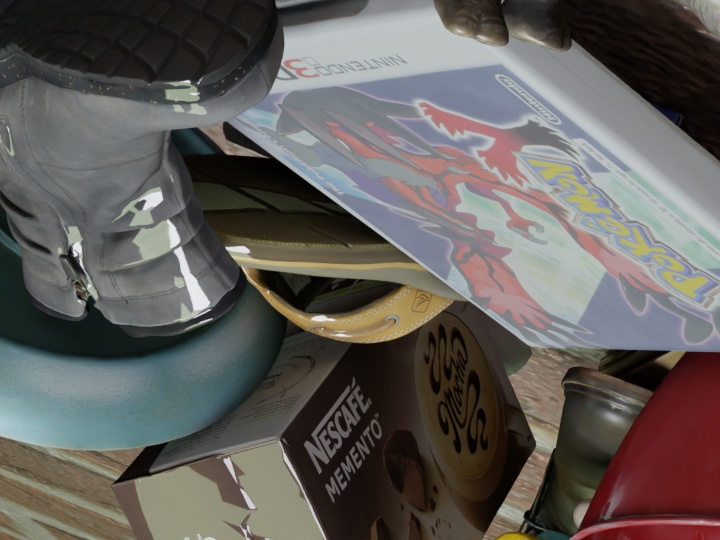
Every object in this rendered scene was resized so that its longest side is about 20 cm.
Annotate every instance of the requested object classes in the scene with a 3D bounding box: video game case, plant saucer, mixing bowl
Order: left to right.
[{"bbox_3d":[-0.118,-0.017,0.968,0.199,0.201,0.027,25,133,-2],"label":"plant saucer"},{"bbox_3d":[0.048,-0.029,0.835,0.200,0.023,0.182,35,161,-28],"label":"video game case"},{"bbox_3d":[0.183,0.074,0.921,0.199,0.109,0.200,13,162,4],"label":"mixing bowl"}]

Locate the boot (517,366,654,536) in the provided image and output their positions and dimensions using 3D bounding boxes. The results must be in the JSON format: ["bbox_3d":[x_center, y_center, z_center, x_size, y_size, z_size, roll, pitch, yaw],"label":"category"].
[{"bbox_3d":[0.108,0.109,1.116,0.074,0.097,0.200,21,166,14],"label":"boot"}]

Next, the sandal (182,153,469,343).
[{"bbox_3d":[0.000,0.000,0.969,0.199,0.054,0.080,10,-161,-42],"label":"sandal"}]

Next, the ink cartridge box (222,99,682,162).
[{"bbox_3d":[0.042,-0.046,0.901,0.199,0.042,0.119,25,164,9],"label":"ink cartridge box"}]

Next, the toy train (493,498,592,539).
[{"bbox_3d":[0.124,0.141,1.080,0.056,0.199,0.151,52,158,34],"label":"toy train"}]

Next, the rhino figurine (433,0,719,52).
[{"bbox_3d":[0.047,-0.101,0.638,0.199,0.088,0.060,20,-166,11],"label":"rhino figurine"}]

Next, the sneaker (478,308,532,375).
[{"bbox_3d":[-0.022,0.050,1.166,0.199,0.119,0.074,14,160,30],"label":"sneaker"}]

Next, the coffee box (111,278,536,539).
[{"bbox_3d":[-0.008,0.079,1.021,0.079,0.200,0.114,-16,106,27],"label":"coffee box"}]

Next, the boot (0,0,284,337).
[{"bbox_3d":[-0.069,-0.037,0.835,0.199,0.070,0.132,11,137,53],"label":"boot"}]

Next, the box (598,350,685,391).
[{"bbox_3d":[0.210,0.077,1.080,0.199,0.021,0.163,26,165,-5],"label":"box"}]
